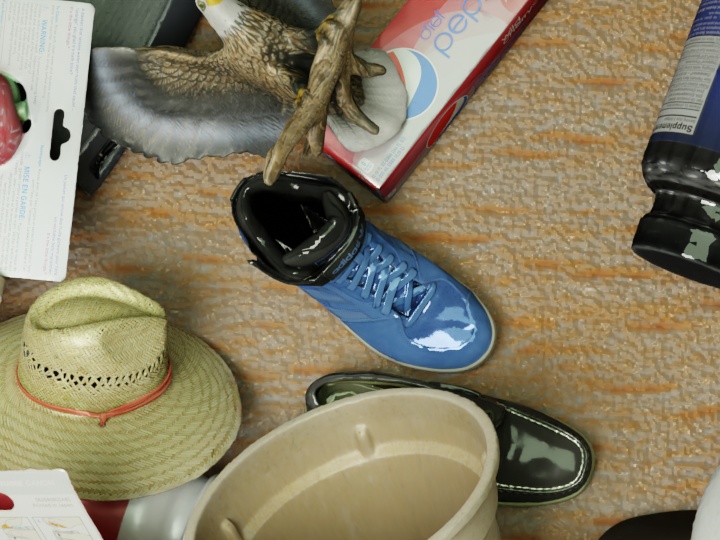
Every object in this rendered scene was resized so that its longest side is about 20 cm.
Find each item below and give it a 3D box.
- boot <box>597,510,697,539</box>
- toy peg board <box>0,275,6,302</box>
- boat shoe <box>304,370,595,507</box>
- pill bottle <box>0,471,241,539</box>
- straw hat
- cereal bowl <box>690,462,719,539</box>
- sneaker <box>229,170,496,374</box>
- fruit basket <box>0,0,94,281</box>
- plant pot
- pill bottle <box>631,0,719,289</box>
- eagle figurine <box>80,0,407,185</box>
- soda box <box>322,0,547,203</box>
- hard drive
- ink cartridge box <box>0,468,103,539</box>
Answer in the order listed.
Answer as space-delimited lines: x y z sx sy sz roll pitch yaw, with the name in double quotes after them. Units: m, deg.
0.186 0.269 1.090 0.186 0.064 0.201 -16 101 -29 "boot"
-0.366 0.044 1.071 0.199 0.200 0.098 -37 34 36 "toy peg board"
0.056 0.111 1.123 0.200 0.066 0.072 15 84 8 "boat shoe"
-0.178 0.152 1.121 0.199 0.112 0.113 17 85 8 "pill bottle"
-0.171 0.052 1.088 0.200 0.201 0.085 16 126 8 "straw hat"
0.274 0.179 1.055 0.199 0.083 0.201 -1 92 -36 "cereal bowl"
-0.001 0.001 1.121 0.200 0.111 0.077 35 88 9 "sneaker"
-0.281 -0.093 1.105 0.199 0.094 0.186 5 86 -8 "fruit basket"
0.018 0.205 1.045 0.200 0.201 0.184 -21 115 3 "plant pot"
0.250 -0.093 1.105 0.111 0.112 0.201 20 86 8 "pill bottle"
-0.078 -0.146 1.103 0.151 0.200 0.152 -29 121 -35 "eagle figurine"
0.052 -0.147 1.158 0.070 0.063 0.200 38 89 9 "soda box"
-0.196 -0.170 1.191 0.135 0.042 0.201 28 87 9 "hard drive"
-0.195 0.177 1.040 0.162 0.201 0.050 -4 37 26 "ink cartridge box"
